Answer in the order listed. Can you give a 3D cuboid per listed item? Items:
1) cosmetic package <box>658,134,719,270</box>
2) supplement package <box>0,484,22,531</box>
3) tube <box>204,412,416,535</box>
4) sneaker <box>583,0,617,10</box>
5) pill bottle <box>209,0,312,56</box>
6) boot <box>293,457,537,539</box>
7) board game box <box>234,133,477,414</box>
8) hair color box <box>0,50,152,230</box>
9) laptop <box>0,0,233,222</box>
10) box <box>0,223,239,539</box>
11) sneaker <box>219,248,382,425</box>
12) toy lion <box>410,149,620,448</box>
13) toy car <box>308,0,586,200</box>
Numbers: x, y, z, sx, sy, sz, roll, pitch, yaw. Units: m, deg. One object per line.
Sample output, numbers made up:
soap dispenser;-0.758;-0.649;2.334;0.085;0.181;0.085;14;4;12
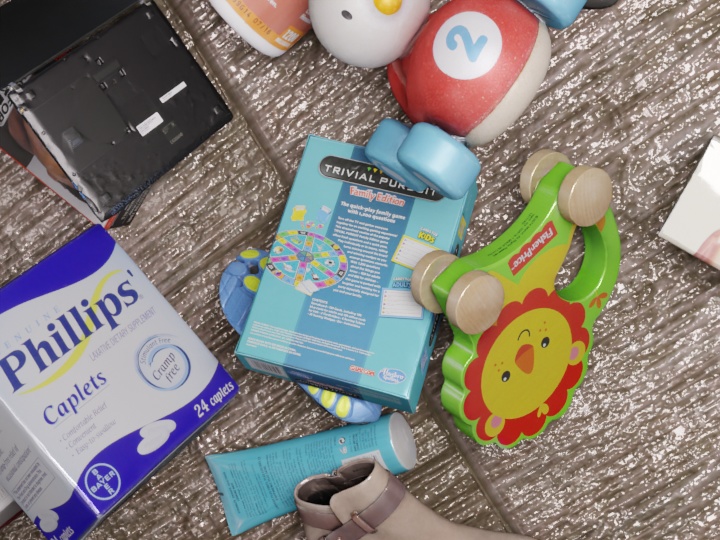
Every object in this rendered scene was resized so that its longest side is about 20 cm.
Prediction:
cosmetic package;0.334;-0.017;0.933;0.198;0.103;0.088;32;103;12
supplement package;-0.362;0.182;1.149;0.199;0.121;0.120;-40;85;17
tube;-0.047;0.179;1.099;0.197;0.050;0.079;-20;87;22
sneaker;0.130;-0.281;0.966;0.200;0.091;0.076;43;104;6
pill bottle;-0.034;-0.280;1.003;0.199;0.112;0.113;-39;85;17
boot;0.042;0.218;1.038;0.198;0.071;0.147;-20;118;26
board game box;0.000;0.000;1.015;0.148;0.047;0.203;13;71;14
hair color box;-0.272;-0.138;1.116;0.199;0.061;0.102;37;104;8
laptop;-0.243;-0.157;1.062;0.103;0.177;0.201;-21;109;50
box;-0.241;0.098;1.055;0.200;0.184;0.105;48;139;2
sneaker;-0.054;0.063;1.069;0.071;0.083;0.200;-41;69;-9
toy lion;0.137;0.036;0.982;0.200;0.068;0.193;-42;127;-15
toy car;0.031;-0.187;0.925;0.199;0.177;0.186;33;88;-17
